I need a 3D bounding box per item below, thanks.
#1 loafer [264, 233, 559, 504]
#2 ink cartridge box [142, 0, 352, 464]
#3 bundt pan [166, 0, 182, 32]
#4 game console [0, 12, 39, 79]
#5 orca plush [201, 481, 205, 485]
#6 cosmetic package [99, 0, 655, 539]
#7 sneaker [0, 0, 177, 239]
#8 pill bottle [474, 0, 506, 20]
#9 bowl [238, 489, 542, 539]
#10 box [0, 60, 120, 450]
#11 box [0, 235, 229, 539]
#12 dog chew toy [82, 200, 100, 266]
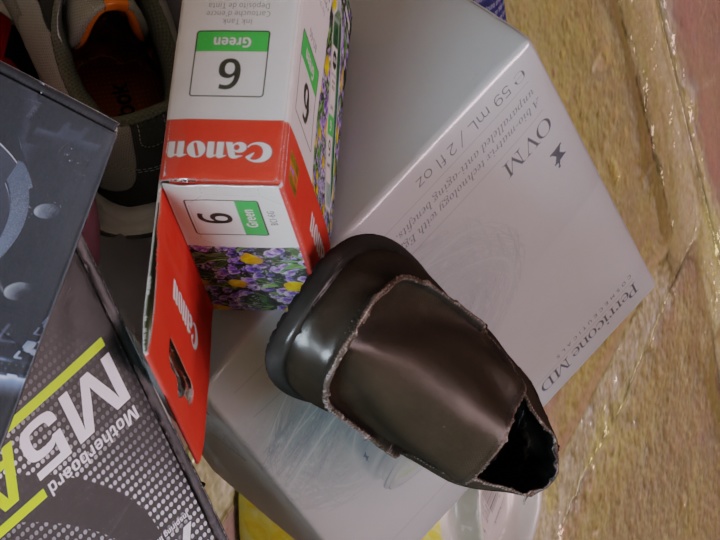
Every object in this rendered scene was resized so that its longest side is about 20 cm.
[{"bbox_3d":[0.032,0.043,1.112,0.073,0.071,0.200,-58,150,1],"label":"loafer"},{"bbox_3d":[-0.040,-0.038,1.063,0.109,0.050,0.200,73,19,-63],"label":"ink cartridge box"},{"bbox_3d":[-0.065,-0.143,1.256,0.202,0.076,0.202,-5,90,-66],"label":"bundt pan"},{"bbox_3d":[-0.124,-0.032,1.238,0.200,0.031,0.177,51,42,-53],"label":"game console"},{"bbox_3d":[-0.100,0.182,1.172,0.105,0.071,0.200,-16,129,-80],"label":"orca plush"},{"bbox_3d":[0.000,0.000,1.219,0.199,0.123,0.200,-47,144,-9],"label":"cosmetic package"},{"bbox_3d":[-0.110,-0.113,1.113,0.079,0.074,0.200,100,-33,-61],"label":"sneaker"},{"bbox_3d":[0.017,-0.135,1.402,0.111,0.111,0.200,-40,128,-54],"label":"pill bottle"},{"bbox_3d":[0.031,0.113,1.458,0.200,0.107,0.201,-13,105,-62],"label":"bowl"},{"bbox_3d":[-0.181,0.009,0.868,0.160,0.044,0.200,28,63,-18],"label":"box"},{"bbox_3d":[-0.155,0.080,0.958,0.200,0.047,0.193,-41,121,-32],"label":"box"},{"bbox_3d":[-0.187,0.005,1.024,0.200,0.124,0.125,-35,123,-48],"label":"dog chew toy"}]
